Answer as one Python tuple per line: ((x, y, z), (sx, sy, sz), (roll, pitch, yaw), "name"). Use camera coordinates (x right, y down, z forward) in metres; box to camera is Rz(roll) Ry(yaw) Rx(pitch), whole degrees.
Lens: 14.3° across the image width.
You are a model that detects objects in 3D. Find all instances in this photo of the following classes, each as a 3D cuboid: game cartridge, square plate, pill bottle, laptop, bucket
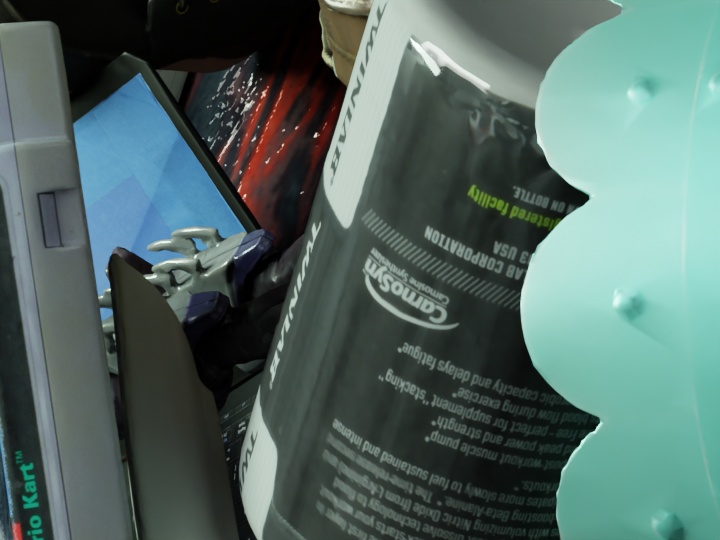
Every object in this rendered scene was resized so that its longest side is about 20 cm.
((-0.082, 0.040, 0.777), (0.130, 0.038, 0.200), (101, 160, -85), "game cartridge")
((-0.041, 0.130, 0.799), (0.028, 0.200, 0.198), (-9, 44, -5), "square plate")
((0.031, 0.022, 0.716), (0.106, 0.106, 0.200), (-110, 32, -53), "pill bottle")
((-0.105, 0.060, 0.994), (0.177, 0.103, 0.200), (-34, 37, 35), "laptop")
((0.142, 0.011, 0.587), (0.135, 0.207, 0.207), (-7, 55, 35), "bucket")

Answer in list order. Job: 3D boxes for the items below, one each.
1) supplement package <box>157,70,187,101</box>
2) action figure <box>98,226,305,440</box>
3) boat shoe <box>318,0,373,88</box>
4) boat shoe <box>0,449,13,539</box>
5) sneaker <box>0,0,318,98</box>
((-0.184, -0.093, 1.150), (0.117, 0.200, 0.117), (-16, 49, 48), "supplement package")
((0.000, 0.000, 0.849), (0.200, 0.069, 0.130), (-19, 29, 33), "action figure")
((0.023, -0.099, 0.807), (0.075, 0.075, 0.202), (3, 23, 16), "boat shoe")
((-0.119, 0.085, 0.921), (0.200, 0.069, 0.084), (-118, 22, -47), "boat shoe")
((-0.066, -0.119, 1.033), (0.106, 0.200, 0.075), (-30, 84, 30), "sneaker")
